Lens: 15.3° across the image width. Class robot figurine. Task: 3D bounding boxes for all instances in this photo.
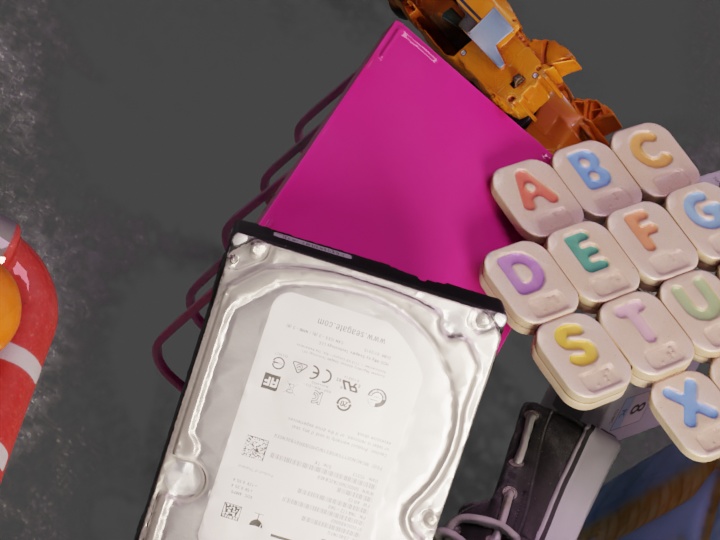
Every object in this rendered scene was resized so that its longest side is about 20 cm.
[{"bbox_3d":[0.061,-0.142,1.515,0.200,0.058,0.145,52,3,34],"label":"robot figurine"}]

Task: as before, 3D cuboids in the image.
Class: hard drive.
[{"bbox_3d":[-0.025,0.090,1.291,0.140,0.200,0.038,18,12,-5],"label":"hard drive"}]

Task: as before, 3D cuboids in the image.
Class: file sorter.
[{"bbox_3d":[0.000,0.000,1.409,0.139,0.125,0.200,41,48,-10],"label":"file sorter"}]

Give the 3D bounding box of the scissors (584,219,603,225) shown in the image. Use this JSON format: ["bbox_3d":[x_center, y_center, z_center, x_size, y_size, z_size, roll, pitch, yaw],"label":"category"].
[{"bbox_3d":[0.203,0.001,1.633,0.200,0.014,0.073,2,63,-34],"label":"scissors"}]

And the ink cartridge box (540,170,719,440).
[{"bbox_3d":[0.209,0.012,1.531,0.200,0.160,0.047,-15,48,-40],"label":"ink cartridge box"}]

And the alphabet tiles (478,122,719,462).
[{"bbox_3d":[0.163,0.005,1.382,0.200,0.015,0.196,-18,60,-29],"label":"alphabet tiles"}]

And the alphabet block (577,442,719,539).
[{"bbox_3d":[0.215,0.215,1.404,0.200,0.195,0.197,35,52,-14],"label":"alphabet block"}]

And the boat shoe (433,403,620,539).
[{"bbox_3d":[0.070,0.149,1.395,0.068,0.074,0.199,27,58,5],"label":"boat shoe"}]

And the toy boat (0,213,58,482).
[{"bbox_3d":[-0.201,0.035,1.237,0.130,0.131,0.200,30,51,-19],"label":"toy boat"}]
